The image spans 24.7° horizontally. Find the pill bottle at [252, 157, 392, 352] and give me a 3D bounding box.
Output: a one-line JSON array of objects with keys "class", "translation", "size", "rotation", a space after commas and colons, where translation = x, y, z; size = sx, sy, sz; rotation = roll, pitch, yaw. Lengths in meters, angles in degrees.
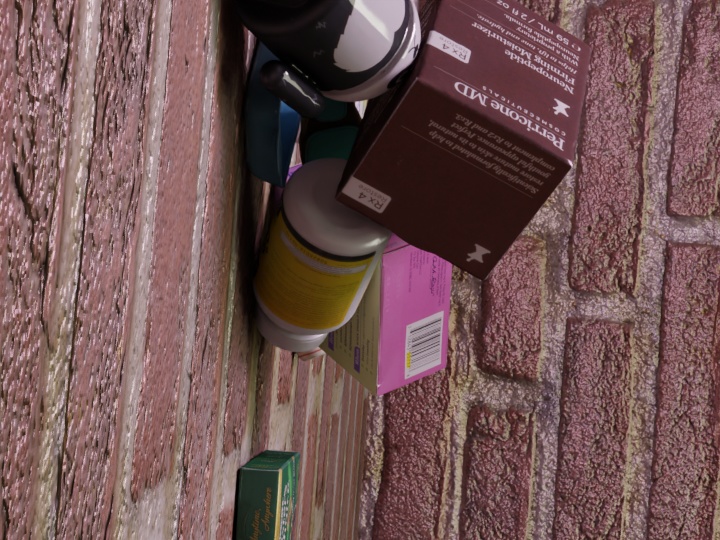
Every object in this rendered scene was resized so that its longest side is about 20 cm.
[{"class": "pill bottle", "translation": [-0.043, -0.008, 1.603], "size": [0.200, 0.111, 0.113], "rotation": [116, -14, -50]}]

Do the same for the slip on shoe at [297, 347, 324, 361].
[{"class": "slip on shoe", "translation": [-0.049, 0.045, 2.128], "size": [0.061, 0.074, 0.201], "rotation": [53, 32, -25]}]

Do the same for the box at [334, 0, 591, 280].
[{"class": "box", "translation": [0.099, -0.138, 1.533], "size": [0.164, 0.165, 0.201], "rotation": [-54, -167, 39]}]

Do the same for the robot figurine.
[{"class": "robot figurine", "translation": [-0.028, -0.225, 1.399], "size": [0.200, 0.150, 0.125], "rotation": [39, 21, -52]}]

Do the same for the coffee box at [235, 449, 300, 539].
[{"class": "coffee box", "translation": [-0.097, 0.259, 1.739], "size": [0.200, 0.044, 0.124], "rotation": [29, 65, -86]}]

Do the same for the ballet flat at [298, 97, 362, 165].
[{"class": "ballet flat", "translation": [-0.030, -0.160, 1.608], "size": [0.200, 0.068, 0.063], "rotation": [91, -9, -56]}]

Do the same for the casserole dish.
[{"class": "casserole dish", "translation": [-0.081, -0.168, 1.571], "size": [0.201, 0.039, 0.122], "rotation": [-80, 173, -48]}]

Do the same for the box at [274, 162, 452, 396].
[{"class": "box", "translation": [0.000, 0.000, 1.745], "size": [0.200, 0.096, 0.177], "rotation": [37, -43, 43]}]

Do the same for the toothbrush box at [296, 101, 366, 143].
[{"class": "toothbrush box", "translation": [-0.033, -0.244, 1.824], "size": [0.200, 0.085, 0.147], "rotation": [-75, 168, -62]}]
